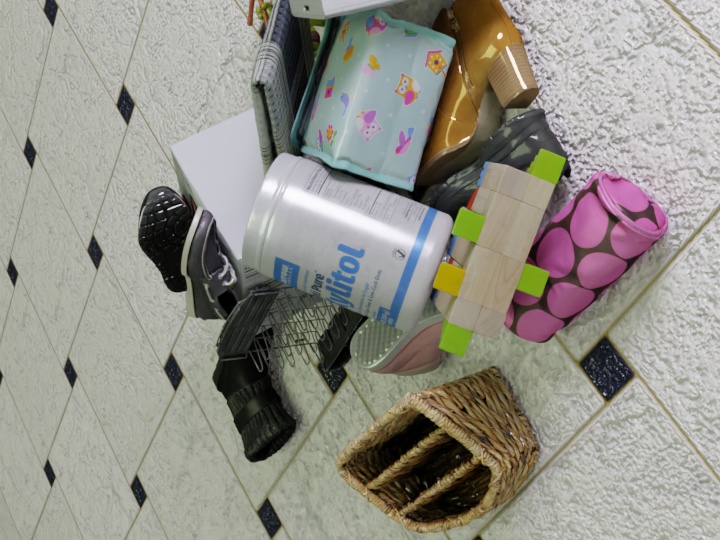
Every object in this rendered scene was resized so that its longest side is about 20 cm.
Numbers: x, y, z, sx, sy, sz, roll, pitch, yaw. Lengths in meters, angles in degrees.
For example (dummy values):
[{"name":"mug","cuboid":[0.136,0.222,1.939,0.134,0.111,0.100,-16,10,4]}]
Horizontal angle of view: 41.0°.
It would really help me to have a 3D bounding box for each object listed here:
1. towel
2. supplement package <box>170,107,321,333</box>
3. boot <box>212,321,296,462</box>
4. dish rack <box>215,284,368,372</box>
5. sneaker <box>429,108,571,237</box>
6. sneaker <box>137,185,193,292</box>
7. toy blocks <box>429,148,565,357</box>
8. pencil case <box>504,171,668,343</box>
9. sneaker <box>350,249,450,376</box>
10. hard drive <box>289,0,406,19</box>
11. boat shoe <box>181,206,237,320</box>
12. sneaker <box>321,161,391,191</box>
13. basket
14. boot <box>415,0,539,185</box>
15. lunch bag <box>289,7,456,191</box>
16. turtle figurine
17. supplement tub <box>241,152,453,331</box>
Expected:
[{"name":"towel","cuboid":[-0.086,-0.210,1.101,0.201,0.034,0.195,82,-165,-54]},{"name":"supplement package","cuboid":[-0.132,-0.063,1.243,0.192,0.146,0.201,55,162,25]},{"name":"boot","cuboid":[-0.149,0.169,1.423,0.159,0.078,0.213,59,148,32]},{"name":"dish rack","cuboid":[-0.083,0.074,1.234,0.055,0.197,0.154,61,138,31]},{"name":"sneaker","cuboid":[0.144,-0.081,1.023,0.091,0.075,0.200,56,141,11]},{"name":"sneaker","cuboid":[-0.262,-0.057,1.275,0.201,0.075,0.088,90,156,-57]},{"name":"toy blocks","cuboid":[0.123,-0.025,0.941,0.137,0.098,0.203,-114,43,-81]},{"name":"pencil case","cuboid":[0.208,-0.014,0.950,0.200,0.090,0.095,-49,55,42]},{"name":"sneaker","cuboid":[0.087,0.053,1.132,0.200,0.104,0.076,-41,55,15]},{"name":"hard drive","cuboid":[0.037,-0.288,0.970,0.132,0.197,0.027,-139,35,-66]},{"name":"boat shoe","cuboid":[-0.172,-0.003,1.136,0.201,0.062,0.074,102,-176,-56]},{"name":"sneaker","cuboid":[-0.002,-0.089,1.184,0.073,0.081,0.202,-42,68,44]},{"name":"basket","cuboid":[0.087,0.225,1.102,0.200,0.147,0.144,-46,64,44]},{"name":"boot","cuboid":[0.105,-0.201,1.049,0.201,0.070,0.146,-43,60,43]},{"name":"lunch bag","cuboid":[0.002,-0.194,1.057,0.200,0.120,0.173,37,111,64]},{"name":"turtle figurine","cuboid":[-0.076,-0.344,1.219,0.200,0.064,0.163,-44,46,35]},{"name":"supplement tub","cuboid":[-0.012,-0.030,1.015,0.197,0.132,0.134,20,120,5]}]
